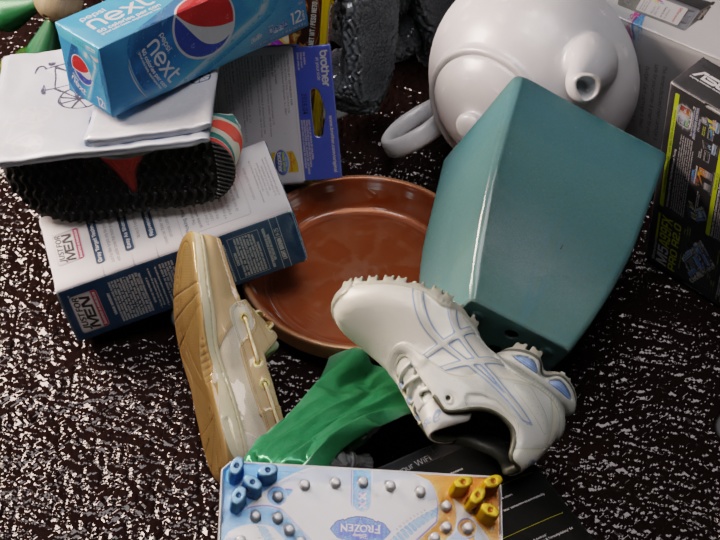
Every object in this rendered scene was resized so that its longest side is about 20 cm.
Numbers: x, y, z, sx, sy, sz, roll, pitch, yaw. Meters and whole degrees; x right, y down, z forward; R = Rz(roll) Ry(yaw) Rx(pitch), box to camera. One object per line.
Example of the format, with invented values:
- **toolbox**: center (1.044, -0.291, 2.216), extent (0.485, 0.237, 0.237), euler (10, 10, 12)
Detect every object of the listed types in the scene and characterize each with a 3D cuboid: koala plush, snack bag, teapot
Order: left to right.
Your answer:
- **snack bag**: center (-0.213, -0.147, 1.615), extent (0.200, 0.021, 0.189), euler (-7, 36, 5)
- **koala plush**: center (-0.027, -0.261, 1.804), extent (0.200, 0.184, 0.177), euler (16, 34, 42)
- **teapot**: center (0.126, -0.151, 1.673), extent (0.197, 0.200, 0.146), euler (32, 50, 21)

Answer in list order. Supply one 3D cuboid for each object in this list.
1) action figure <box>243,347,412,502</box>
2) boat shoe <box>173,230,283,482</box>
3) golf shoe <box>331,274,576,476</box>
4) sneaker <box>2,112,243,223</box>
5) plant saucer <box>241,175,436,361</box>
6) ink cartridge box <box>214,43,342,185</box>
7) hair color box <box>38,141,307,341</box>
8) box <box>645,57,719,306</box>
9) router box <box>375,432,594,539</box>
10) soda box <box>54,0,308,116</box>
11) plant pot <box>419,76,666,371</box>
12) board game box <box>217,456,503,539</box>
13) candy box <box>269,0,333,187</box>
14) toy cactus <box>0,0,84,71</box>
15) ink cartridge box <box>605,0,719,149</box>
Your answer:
- **action figure**: center (-0.024, 0.123, 1.466), extent (0.118, 0.055, 0.200), euler (6, 24, 32)
- **boat shoe**: center (-0.097, 0.065, 1.530), extent (0.069, 0.074, 0.200), euler (-5, 74, -23)
- **golf shoe**: center (0.057, 0.077, 1.451), extent (0.200, 0.078, 0.097), euler (28, 46, 10)
- **sneaker**: center (-0.189, -0.094, 1.615), extent (0.199, 0.070, 0.093), euler (-4, 30, 14)
- **plant saucer**: center (0.000, 0.000, 1.638), extent (0.200, 0.032, 0.200), euler (0, 46, 0)
- **ink cartridge box**: center (-0.115, -0.129, 1.686), extent (0.200, 0.120, 0.042), euler (-4, 8, 11)
- **hair color box**: center (-0.154, -0.025, 1.615), extent (0.200, 0.061, 0.100), euler (-19, 42, -3)
- **box**: center (0.309, -0.049, 1.566), extent (0.044, 0.200, 0.160), euler (-36, 55, -29)
- **router box**: center (0.053, 0.204, 1.431), extent (0.200, 0.051, 0.149), euler (-21, 48, -18)
- **soda box**: center (-0.142, -0.200, 1.599), extent (0.200, 0.064, 0.068), euler (-29, 40, -28)
- **plant pot**: center (0.128, -0.015, 1.558), extent (0.141, 0.141, 0.200), euler (27, 55, -10)
- **board game box**: center (0.002, 0.226, 1.342), extent (0.200, 0.026, 0.200), euler (4, 63, -7)
- **candy box**: center (-0.080, -0.175, 1.707), extent (0.102, 0.200, 0.026), euler (7, 11, 10)
- **toy cactus**: center (-0.267, -0.212, 1.760), extent (0.200, 0.165, 0.102), euler (33, 35, 22)
- **ink cartridge box**: center (0.250, -0.181, 1.727), extent (0.200, 0.148, 0.086), euler (27, 53, 22)
